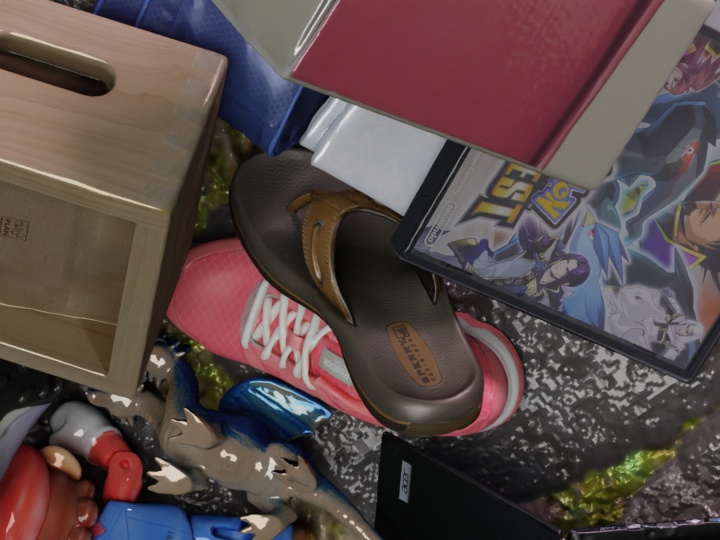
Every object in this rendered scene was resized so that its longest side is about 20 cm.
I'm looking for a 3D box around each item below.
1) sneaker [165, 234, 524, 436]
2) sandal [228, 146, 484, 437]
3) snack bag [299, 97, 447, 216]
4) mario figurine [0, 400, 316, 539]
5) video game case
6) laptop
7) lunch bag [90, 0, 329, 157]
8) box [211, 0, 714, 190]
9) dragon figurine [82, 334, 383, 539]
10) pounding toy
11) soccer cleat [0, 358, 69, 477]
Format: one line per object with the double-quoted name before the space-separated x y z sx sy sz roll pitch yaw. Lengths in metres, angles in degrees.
"sneaker" -0.013 0.033 1.534 0.199 0.087 0.074 19 103 7
"sandal" 0.000 0.000 1.494 0.081 0.200 0.055 -16 139 -18
"snack bag" 0.100 -0.091 1.477 0.188 0.021 0.200 30 109 -25
"mario figurine" -0.129 0.148 1.581 0.199 0.124 0.106 18 121 -5
"video game case" 0.139 -0.060 1.474 0.180 0.026 0.200 23 107 -24
"laptop" 0.113 0.176 1.550 0.199 0.103 0.178 -4 124 -12
"lunch bag" -0.039 -0.175 1.464 0.132 0.136 0.200 32 110 8
"box" 0.036 -0.133 1.325 0.109 0.200 0.128 -57 44 17
"dragon figurine" -0.053 0.094 1.556 0.199 0.099 0.059 23 112 0
"pounding toy" -0.173 -0.072 1.438 0.199 0.143 0.184 18 142 1
"soccer cleat" -0.202 0.079 1.507 0.068 0.200 0.073 34 144 -16
